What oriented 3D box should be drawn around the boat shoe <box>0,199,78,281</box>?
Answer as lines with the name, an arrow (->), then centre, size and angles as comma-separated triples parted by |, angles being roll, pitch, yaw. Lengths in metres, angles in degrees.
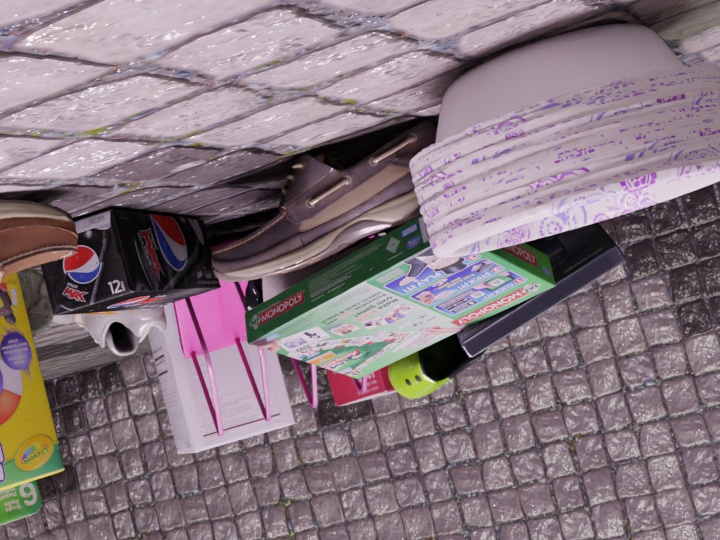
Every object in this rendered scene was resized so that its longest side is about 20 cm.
boat shoe -> -0.255, 0.006, 0.715 | 0.199, 0.075, 0.075 | -12, 176, -45

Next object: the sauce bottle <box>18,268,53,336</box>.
sauce bottle -> -0.341, 0.047, 1.085 | 0.064, 0.065, 0.199 | -12, 175, -44

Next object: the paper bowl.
paper bowl -> 0.127, -0.082, 0.759 | 0.199, 0.105, 0.201 | -15, 177, -1

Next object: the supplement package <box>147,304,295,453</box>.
supplement package -> -0.155, 0.078, 1.279 | 0.113, 0.202, 0.109 | -13, 175, -20

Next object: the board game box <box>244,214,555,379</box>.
board game box -> 0.029, 0.022, 0.928 | 0.199, 0.029, 0.134 | -28, 148, 31

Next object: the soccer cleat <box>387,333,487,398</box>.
soccer cleat -> 0.107, 0.044, 1.100 | 0.200, 0.068, 0.081 | -41, -172, -26

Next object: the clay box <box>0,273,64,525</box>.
clay box -> -0.298, 0.097, 0.935 | 0.047, 0.202, 0.114 | -18, 176, 38

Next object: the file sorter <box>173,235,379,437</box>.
file sorter -> -0.062, 0.051, 1.138 | 0.198, 0.126, 0.140 | -16, 142, -13

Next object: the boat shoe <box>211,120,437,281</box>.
boat shoe -> -0.021, -0.050, 0.898 | 0.198, 0.074, 0.074 | -22, 179, 6

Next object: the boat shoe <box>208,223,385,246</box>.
boat shoe -> -0.060, -0.040, 1.197 | 0.198, 0.073, 0.063 | -20, -139, -10

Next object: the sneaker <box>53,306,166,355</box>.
sneaker -> -0.248, 0.041, 1.168 | 0.075, 0.093, 0.199 | -12, 175, -36

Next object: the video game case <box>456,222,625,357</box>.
video game case -> 0.137, -0.005, 1.035 | 0.142, 0.019, 0.200 | -33, -164, 8

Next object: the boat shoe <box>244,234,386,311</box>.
boat shoe -> 0.000, 0.000, 1.030 | 0.198, 0.075, 0.093 | -5, -166, -7

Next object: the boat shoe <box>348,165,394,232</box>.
boat shoe -> 0.046, -0.063, 0.983 | 0.198, 0.074, 0.065 | -18, 180, 17

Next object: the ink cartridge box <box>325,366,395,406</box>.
ink cartridge box -> 0.019, 0.034, 1.362 | 0.085, 0.202, 0.147 | -19, 175, 44

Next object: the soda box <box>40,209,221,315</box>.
soda box -> -0.178, -0.006, 0.974 | 0.070, 0.064, 0.200 | -17, 177, 11
